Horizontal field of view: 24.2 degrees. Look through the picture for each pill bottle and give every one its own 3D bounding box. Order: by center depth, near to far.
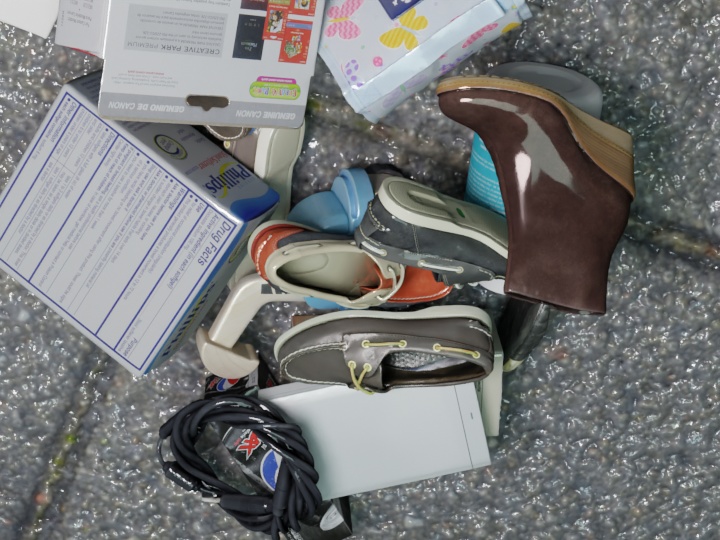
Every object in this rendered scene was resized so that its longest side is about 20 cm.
[{"bbox_3d":[0.152,-0.081,1.537,0.110,0.111,0.201,5,115,-8],"label":"pill bottle"}]

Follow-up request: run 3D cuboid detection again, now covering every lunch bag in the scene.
[{"bbox_3d":[0.046,-0.223,1.408,0.169,0.200,0.127,-34,115,12],"label":"lunch bag"}]

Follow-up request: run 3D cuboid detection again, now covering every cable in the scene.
[{"bbox_3d":[-0.110,0.186,1.573,0.163,0.051,0.200,47,142,-5],"label":"cable"}]

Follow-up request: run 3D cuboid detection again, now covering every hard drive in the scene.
[{"bbox_3d":[0.015,0.149,1.586,0.199,0.027,0.133,-12,123,3],"label":"hard drive"}]

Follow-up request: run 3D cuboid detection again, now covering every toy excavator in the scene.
[{"bbox_3d":[-0.049,0.001,1.550,0.199,0.100,0.196,-1,115,-13],"label":"toy excavator"}]

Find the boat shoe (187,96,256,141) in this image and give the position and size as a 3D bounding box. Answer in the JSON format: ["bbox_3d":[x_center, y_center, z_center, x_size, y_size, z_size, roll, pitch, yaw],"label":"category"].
[{"bbox_3d":[-0.155,-0.179,1.416,0.072,0.073,0.200,-13,125,32],"label":"boat shoe"}]

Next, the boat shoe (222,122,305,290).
[{"bbox_3d":[-0.104,-0.073,1.545,0.059,0.072,0.201,33,129,24],"label":"boat shoe"}]

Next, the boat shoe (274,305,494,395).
[{"bbox_3d":[0.020,0.077,1.510,0.200,0.061,0.072,-8,137,5],"label":"boat shoe"}]

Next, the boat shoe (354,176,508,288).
[{"bbox_3d":[0.089,-0.019,1.457,0.199,0.072,0.068,19,118,-26],"label":"boat shoe"}]

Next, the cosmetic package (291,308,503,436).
[{"bbox_3d":[0.033,0.101,1.626,0.199,0.087,0.104,-1,120,-4],"label":"cosmetic package"}]

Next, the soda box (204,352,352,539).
[{"bbox_3d":[-0.080,0.185,1.667,0.063,0.071,0.201,-26,115,9],"label":"soda box"}]

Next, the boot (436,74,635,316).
[{"bbox_3d":[0.140,-0.063,1.404,0.199,0.072,0.167,18,77,-21],"label":"boot"}]

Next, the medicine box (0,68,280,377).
[{"bbox_3d":[-0.206,-0.044,1.484,0.200,0.103,0.183,38,113,3],"label":"medicine box"}]

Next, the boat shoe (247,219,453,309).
[{"bbox_3d":[0.000,0.000,1.463,0.199,0.063,0.072,10,108,-27],"label":"boat shoe"}]

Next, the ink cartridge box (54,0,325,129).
[{"bbox_3d":[-0.131,-0.207,1.322,0.199,0.084,0.177,1,104,-38],"label":"ink cartridge box"}]

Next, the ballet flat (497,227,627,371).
[{"bbox_3d":[0.190,0.020,1.616,0.057,0.067,0.201,21,114,-25],"label":"ballet flat"}]

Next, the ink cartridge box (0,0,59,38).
[{"bbox_3d":[-0.252,-0.311,1.365,0.082,0.147,0.201,22,113,-21],"label":"ink cartridge box"}]
